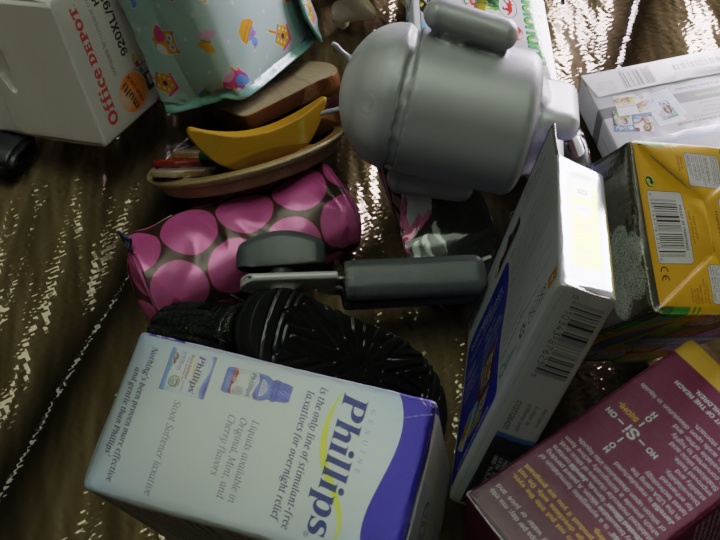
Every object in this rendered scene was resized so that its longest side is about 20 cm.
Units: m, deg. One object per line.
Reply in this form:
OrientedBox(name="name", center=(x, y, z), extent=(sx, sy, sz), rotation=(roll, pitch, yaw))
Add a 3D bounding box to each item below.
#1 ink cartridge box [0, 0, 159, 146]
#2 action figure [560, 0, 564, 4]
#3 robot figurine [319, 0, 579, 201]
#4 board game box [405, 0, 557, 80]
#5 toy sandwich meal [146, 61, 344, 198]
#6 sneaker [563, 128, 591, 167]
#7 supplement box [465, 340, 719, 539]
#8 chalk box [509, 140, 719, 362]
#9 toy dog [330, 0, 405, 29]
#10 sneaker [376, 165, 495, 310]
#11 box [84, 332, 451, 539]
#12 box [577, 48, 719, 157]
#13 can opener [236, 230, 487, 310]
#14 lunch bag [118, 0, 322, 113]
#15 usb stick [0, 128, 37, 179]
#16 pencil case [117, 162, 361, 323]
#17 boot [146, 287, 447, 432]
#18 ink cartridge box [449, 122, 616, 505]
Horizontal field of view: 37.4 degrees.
OrientedBox(name="ink cartridge box", center=(-0.255, -0.236, 1.006), extent=(0.143, 0.149, 0.201), rotation=(11, 44, 29))
OrientedBox(name="action figure", center=(0.233, -0.374, 1.169), extent=(0.191, 0.105, 0.203), rotation=(-7, 77, 8))
OrientedBox(name="robot figurine", center=(0.068, -0.126, 0.830), extent=(0.197, 0.171, 0.113), rotation=(13, 35, -1))
OrientedBox(name="board game box", center=(0.104, -0.224, 0.960), extent=(0.124, 0.035, 0.202), rotation=(6, 49, -7))
OrientedBox(name="toy sandwich meal", center=(-0.099, -0.127, 0.945), extent=(0.202, 0.071, 0.206), rotation=(-13, 19, 4))
OrientedBox(name="sneaker", center=(0.136, -0.094, 0.941), extent=(0.114, 0.076, 0.201), rotation=(-16, 28, 4))
OrientedBox(name="supplement box", center=(0.176, 0.163, 0.711), extent=(0.199, 0.132, 0.103), rotation=(-30, 54, -19))
OrientedBox(name="chalk box", center=(0.198, -0.001, 0.806), extent=(0.122, 0.200, 0.126), rotation=(1, 74, -24))
OrientedBox(name="toy dog", center=(0.001, -0.332, 1.075), extent=(0.197, 0.194, 0.141), rotation=(7, 65, 2))
OrientedBox(name="sneaker", center=(0.062, -0.061, 0.929), extent=(0.079, 0.086, 0.203), rotation=(-14, 74, -3))
OrientedBox(name="box", center=(-0.048, 0.138, 0.699), extent=(0.197, 0.184, 0.106), rotation=(13, 69, 13))
OrientedBox(name="box", center=(0.304, -0.113, 0.972), extent=(0.154, 0.041, 0.202), rotation=(-12, 51, -5))
OrientedBox(name="can opener", center=(0.000, 0.000, 0.839), extent=(0.197, 0.053, 0.067), rotation=(1, 76, -5))
OrientedBox(name="lunch bag", center=(-0.116, -0.261, 0.961), extent=(0.121, 0.172, 0.200), rotation=(-3, 28, 38))
OrientedBox(name="usb stick", center=(-0.410, -0.132, 1.043), extent=(0.197, 0.033, 0.056), rotation=(15, 53, 15))
OrientedBox(name="pencil case", center=(-0.102, -0.027, 0.907), extent=(0.198, 0.091, 0.094), rotation=(-20, 50, -14))
OrientedBox(name="boot", center=(-0.048, 0.079, 0.818), extent=(0.157, 0.210, 0.080), rotation=(-13, 48, 51))
OrientedBox(name="ink cartridge box", center=(0.118, 0.030, 0.747), extent=(0.046, 0.199, 0.201), rotation=(18, 36, -1))
